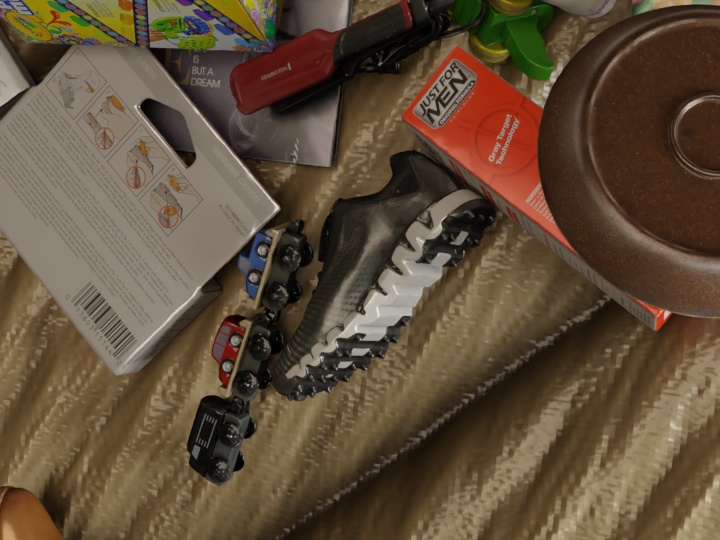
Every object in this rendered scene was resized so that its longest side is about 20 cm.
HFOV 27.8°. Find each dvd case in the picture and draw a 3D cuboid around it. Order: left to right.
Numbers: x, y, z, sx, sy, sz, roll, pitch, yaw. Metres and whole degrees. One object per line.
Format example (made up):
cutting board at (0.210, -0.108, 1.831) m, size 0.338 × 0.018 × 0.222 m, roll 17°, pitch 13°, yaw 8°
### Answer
dvd case at (-0.077, -0.180, 1.025) m, size 0.147 × 0.016 × 0.202 m, roll 7°, pitch 93°, yaw 18°

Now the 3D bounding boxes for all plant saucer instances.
plant saucer at (0.203, -0.073, 0.845) m, size 0.198 × 0.035 × 0.202 m, roll -1°, pitch 72°, yaw 2°

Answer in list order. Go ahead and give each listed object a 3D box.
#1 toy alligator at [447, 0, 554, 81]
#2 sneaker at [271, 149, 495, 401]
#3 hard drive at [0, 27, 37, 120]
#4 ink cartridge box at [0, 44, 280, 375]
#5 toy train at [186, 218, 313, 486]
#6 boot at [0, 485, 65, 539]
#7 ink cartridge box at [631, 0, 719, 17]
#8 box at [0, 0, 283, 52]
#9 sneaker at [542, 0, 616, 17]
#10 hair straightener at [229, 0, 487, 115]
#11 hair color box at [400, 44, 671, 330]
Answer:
toy alligator at (0.067, -0.203, 0.964) m, size 0.054 × 0.059 × 0.200 m, roll -35°, pitch 70°, yaw -29°
sneaker at (0.000, 0.000, 0.980) m, size 0.200 × 0.066 × 0.091 m, roll -48°, pitch 61°, yaw 20°
hard drive at (-0.347, -0.179, 1.098) m, size 0.131 × 0.027 × 0.201 m, roll -34°, pitch 81°, yaw 6°
ink cartridge box at (-0.170, -0.057, 1.041) m, size 0.176 × 0.045 × 0.200 m, roll -43°, pitch 79°, yaw 14°
toy train at (-0.080, 0.054, 1.005) m, size 0.046 × 0.034 × 0.201 m, roll 24°, pitch 107°, yaw 16°
boot at (-0.168, 0.227, 1.025) m, size 0.154 × 0.077 × 0.201 m, roll -22°, pitch 87°, yaw 18°
ink cartridge box at (0.232, -0.179, 0.915) m, size 0.118 × 0.042 × 0.202 m, roll 2°, pitch 93°, yaw 18°
box at (-0.144, -0.264, 0.960) m, size 0.191 × 0.122 × 0.202 m, roll 6°, pitch 72°, yaw 18°
sneaker at (0.116, -0.248, 0.939) m, size 0.075 × 0.099 × 0.202 m, roll -26°, pitch 60°, yaw 35°
hair straightener at (0.007, -0.153, 0.953) m, size 0.199 × 0.077 × 0.041 m, roll -26°, pitch 78°, yaw 34°
hair color box at (0.125, -0.050, 0.914) m, size 0.200 × 0.101 × 0.061 m, roll 39°, pitch 91°, yaw 13°
